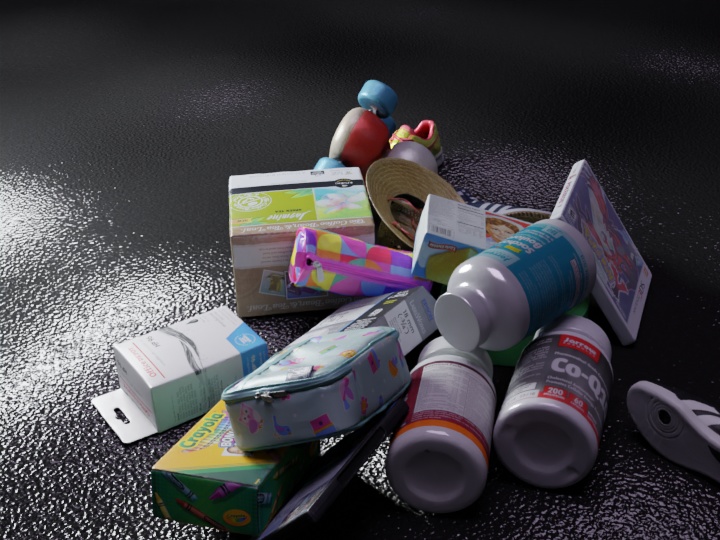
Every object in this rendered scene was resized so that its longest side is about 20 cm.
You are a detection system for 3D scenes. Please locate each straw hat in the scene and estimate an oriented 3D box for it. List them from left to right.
[{"bbox_3d":[0.069,-0.063,1.588,0.199,0.085,0.202,22,39,-19],"label":"straw hat"}]

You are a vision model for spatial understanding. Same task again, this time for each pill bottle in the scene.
[{"bbox_3d":[0.094,0.163,1.218,0.108,0.111,0.200,3,30,10],"label":"pill bottle"},{"bbox_3d":[0.176,0.022,1.271,0.110,0.112,0.199,24,38,39],"label":"pill bottle"},{"bbox_3d":[0.224,0.140,1.244,0.113,0.115,0.200,7,31,17],"label":"pill bottle"}]

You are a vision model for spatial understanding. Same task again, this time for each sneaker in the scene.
[{"bbox_3d":[0.064,-0.202,1.885,0.078,0.091,0.199,24,40,36],"label":"sneaker"},{"bbox_3d":[0.202,-0.080,1.680,0.198,0.071,0.109,-5,31,1],"label":"sneaker"},{"bbox_3d":[0.402,0.177,1.222,0.111,0.074,0.200,-21,43,-36],"label":"sneaker"}]

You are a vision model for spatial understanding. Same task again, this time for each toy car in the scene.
[{"bbox_3d":[0.051,-0.158,1.730,0.199,0.177,0.185,28,73,9],"label":"toy car"}]

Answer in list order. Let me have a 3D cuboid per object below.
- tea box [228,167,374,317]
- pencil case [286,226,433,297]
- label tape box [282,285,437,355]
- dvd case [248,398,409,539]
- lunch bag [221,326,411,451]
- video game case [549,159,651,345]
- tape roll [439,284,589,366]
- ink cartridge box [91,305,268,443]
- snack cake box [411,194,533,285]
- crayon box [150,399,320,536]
[{"bbox_3d":[-0.085,-0.044,1.573,0.198,0.135,0.197,-5,31,-5],"label":"tea box"},{"bbox_3d":[0.000,0.000,1.445,0.198,0.089,0.089,11,26,-16],"label":"pencil case"},{"bbox_3d":[0.020,0.071,1.376,0.143,0.064,0.200,-15,14,45],"label":"label tape box"},{"bbox_3d":[-0.038,0.218,1.129,0.018,0.143,0.200,49,41,-1],"label":"dvd case"},{"bbox_3d":[-0.049,0.122,1.168,0.159,0.078,0.200,-10,8,28],"label":"lunch bag"},{"bbox_3d":[0.326,-0.028,1.470,0.023,0.201,0.182,-25,16,32],"label":"video game case"},{"bbox_3d":[0.205,0.052,1.469,0.198,0.049,0.201,-2,29,1],"label":"tape roll"},{"bbox_3d":[-0.224,0.125,1.352,0.199,0.068,0.116,-21,34,-29],"label":"ink cartridge box"},{"bbox_3d":[0.171,-0.022,1.432,0.198,0.068,0.115,16,28,-2],"label":"snack cake box"},{"bbox_3d":[-0.127,0.203,1.179,0.117,0.059,0.200,6,18,15],"label":"crayon box"}]
